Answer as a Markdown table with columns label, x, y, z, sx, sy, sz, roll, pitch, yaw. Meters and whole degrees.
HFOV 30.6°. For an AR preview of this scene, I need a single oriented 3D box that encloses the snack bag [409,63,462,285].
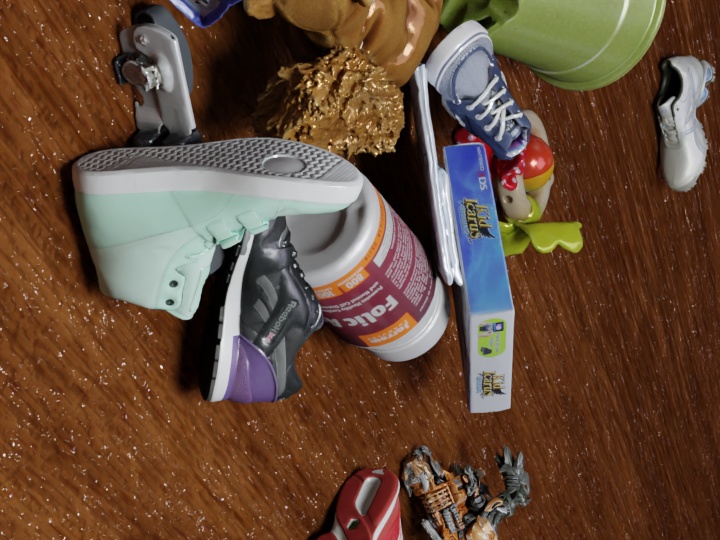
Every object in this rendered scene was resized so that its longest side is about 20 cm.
| label | x | y | z | sx | sy | sz | roll | pitch | yaw |
| --- | --- | --- | --- | --- | --- | --- | --- | --- | --- |
| snack bag | 0.068 | -0.094 | 1.220 | 0.189 | 0.021 | 0.200 | -79 | 160 | -83 |

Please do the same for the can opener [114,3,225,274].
| label | x | y | z | sx | sy | sz | roll | pitch | yaw |
| --- | --- | --- | --- | --- | --- | --- | --- | --- | --- |
| can opener | -0.132 | -0.092 | 0.965 | 0.066 | 0.053 | 0.200 | -40 | 131 | -47 |

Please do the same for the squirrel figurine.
| label | x | y | z | sx | sy | sz | roll | pitch | yaw |
| --- | --- | --- | --- | --- | --- | --- | --- | --- | --- |
| squirrel figurine | -0.015 | -0.175 | 0.983 | 0.187 | 0.141 | 0.200 | -8 | 99 | -81 |

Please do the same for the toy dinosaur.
| label | x | y | z | sx | sy | sz | roll | pitch | yaw |
| --- | --- | --- | --- | --- | --- | --- | --- | --- | --- |
| toy dinosaur | 0.119 | 0.270 | 1.436 | 0.136 | 0.102 | 0.200 | -49 | 128 | -47 |

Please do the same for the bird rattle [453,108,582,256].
| label | x | y | z | sx | sy | sz | roll | pitch | yaw |
| --- | --- | --- | --- | --- | --- | --- | --- | --- | --- |
| bird rattle | 0.171 | -0.110 | 1.467 | 0.200 | 0.113 | 0.163 | 62 | 34 | -29 |

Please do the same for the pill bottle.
| label | x | y | z | sx | sy | sz | roll | pitch | yaw |
| --- | --- | --- | --- | --- | --- | --- | --- | --- | --- |
| pill bottle | 0.000 | 0.000 | 1.155 | 0.200 | 0.114 | 0.114 | 46 | 60 | -54 |

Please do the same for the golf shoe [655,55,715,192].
| label | x | y | z | sx | sy | sz | roll | pitch | yaw |
| --- | --- | --- | --- | --- | --- | --- | --- | --- | --- |
| golf shoe | 0.459 | -0.217 | 1.930 | 0.097 | 0.078 | 0.200 | 3 | 90 | -42 |

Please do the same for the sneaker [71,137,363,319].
| label | x | y | z | sx | sy | sz | roll | pitch | yaw |
| --- | --- | --- | --- | --- | --- | --- | --- | --- | --- |
| sneaker | -0.096 | -0.027 | 0.926 | 0.074 | 0.200 | 0.118 | -81 | 169 | -63 |

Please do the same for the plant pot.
| label | x | y | z | sx | sy | sz | roll | pitch | yaw |
| --- | --- | --- | --- | --- | --- | --- | --- | --- | --- |
| plant pot | 0.171 | -0.286 | 1.319 | 0.190 | 0.200 | 0.200 | -3 | 102 | -46 |

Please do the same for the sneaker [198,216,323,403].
| label | x | y | z | sx | sy | sz | roll | pitch | yaw |
| --- | --- | --- | --- | --- | --- | --- | --- | --- | --- |
| sneaker | -0.069 | 0.010 | 1.037 | 0.087 | 0.076 | 0.200 | 6 | 110 | -18 |

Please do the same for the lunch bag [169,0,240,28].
| label | x | y | z | sx | sy | sz | roll | pitch | yaw |
| --- | --- | --- | --- | --- | --- | --- | --- | --- | --- |
| lunch bag | -0.119 | -0.292 | 0.848 | 0.200 | 0.124 | 0.170 | 38 | 62 | -20 |

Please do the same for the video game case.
| label | x | y | z | sx | sy | sz | roll | pitch | yaw |
| --- | --- | --- | --- | --- | --- | --- | --- | --- | --- |
| video game case | 0.115 | 0.009 | 1.291 | 0.181 | 0.045 | 0.200 | 84 | 0 | -55 |

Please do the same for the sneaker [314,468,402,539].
| label | x | y | z | sx | sy | sz | roll | pitch | yaw |
| --- | --- | --- | --- | --- | --- | --- | --- | --- | --- |
| sneaker | -0.005 | 0.299 | 1.271 | 0.200 | 0.078 | 0.116 | -51 | 138 | -38 |

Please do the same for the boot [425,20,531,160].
| label | x | y | z | sx | sy | sz | roll | pitch | yaw |
| --- | --- | --- | --- | --- | --- | --- | --- | --- | --- |
| boot | 0.121 | -0.166 | 1.245 | 0.073 | 0.090 | 0.200 | -44 | 167 | 3 |
